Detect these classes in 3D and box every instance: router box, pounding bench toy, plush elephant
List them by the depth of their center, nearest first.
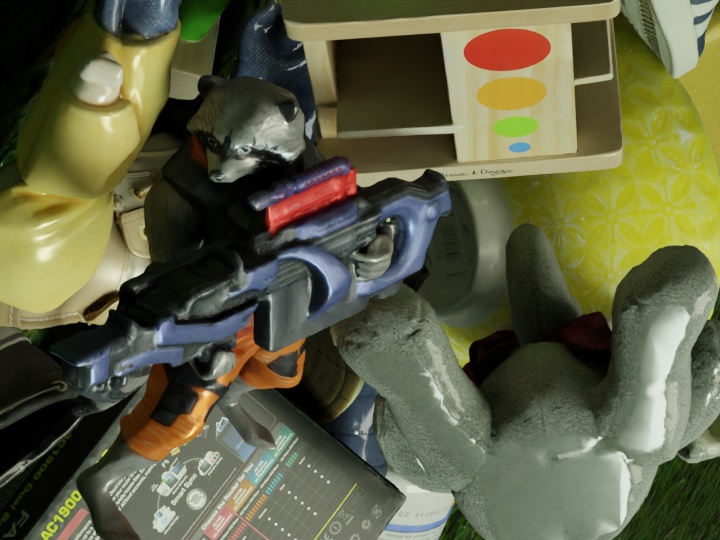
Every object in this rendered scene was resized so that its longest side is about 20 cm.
[{"bbox_3d":[0.000,-0.122,1.163,0.156,0.200,0.124,77,10,-65],"label":"pounding bench toy"},{"bbox_3d":[0.090,0.052,1.338,0.155,0.165,0.200,-89,163,-62],"label":"plush elephant"},{"bbox_3d":[-0.097,0.133,1.351,0.150,0.062,0.200,42,81,-29],"label":"router box"}]

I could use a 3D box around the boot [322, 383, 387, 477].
[{"bbox_3d":[-0.014,0.054,1.519,0.200,0.073,0.090,-83,179,-82],"label":"boot"}]

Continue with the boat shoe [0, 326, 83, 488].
[{"bbox_3d":[-0.182,0.096,1.201,0.200,0.066,0.070,-44,157,-44],"label":"boat shoe"}]

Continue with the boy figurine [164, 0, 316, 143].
[{"bbox_3d":[-0.016,-0.138,1.307,0.124,0.064,0.200,8,108,-53],"label":"boy figurine"}]

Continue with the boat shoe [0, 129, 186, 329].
[{"bbox_3d":[-0.096,-0.013,1.268,0.200,0.069,0.074,-31,146,-60],"label":"boat shoe"}]

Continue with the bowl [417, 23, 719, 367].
[{"bbox_3d":[0.071,-0.023,1.450,0.108,0.200,0.200,-11,132,-38],"label":"bowl"}]

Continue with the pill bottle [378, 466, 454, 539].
[{"bbox_3d":[-0.023,0.174,1.723,0.112,0.112,0.200,-28,144,-61],"label":"pill bottle"}]

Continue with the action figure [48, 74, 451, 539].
[{"bbox_3d":[-0.070,0.010,1.142,0.200,0.105,0.194,-18,136,-46],"label":"action figure"}]

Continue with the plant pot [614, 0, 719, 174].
[{"bbox_3d":[0.142,-0.129,1.589,0.200,0.194,0.196,-34,149,-46],"label":"plant pot"}]

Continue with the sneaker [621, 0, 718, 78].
[{"bbox_3d":[0.152,-0.150,1.339,0.084,0.075,0.200,-38,168,-1],"label":"sneaker"}]

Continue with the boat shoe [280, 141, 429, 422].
[{"bbox_3d":[0.000,0.000,1.339,0.065,0.073,0.200,-33,161,-27],"label":"boat shoe"}]

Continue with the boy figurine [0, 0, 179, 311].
[{"bbox_3d":[-0.102,-0.078,1.134,0.124,0.064,0.200,-87,-158,-63],"label":"boy figurine"}]
